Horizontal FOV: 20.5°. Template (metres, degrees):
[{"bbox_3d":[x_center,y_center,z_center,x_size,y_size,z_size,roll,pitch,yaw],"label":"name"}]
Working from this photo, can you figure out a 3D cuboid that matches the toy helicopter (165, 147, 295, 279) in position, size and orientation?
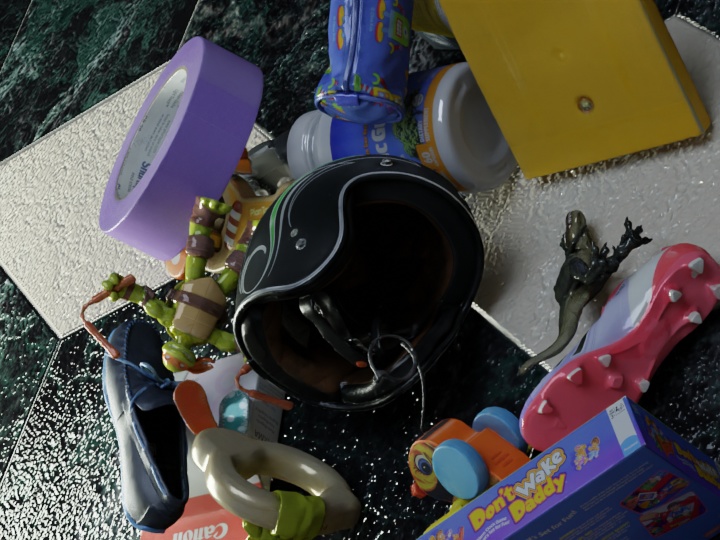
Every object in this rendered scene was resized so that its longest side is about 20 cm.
[{"bbox_3d":[-0.101,-0.060,1.822,0.200,0.079,0.133,-6,81,54],"label":"toy helicopter"}]

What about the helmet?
[{"bbox_3d":[0.000,0.000,1.648,0.200,0.200,0.191,-10,39,41],"label":"helmet"}]

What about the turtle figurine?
[{"bbox_3d":[-0.128,0.028,1.728,0.064,0.199,0.162,127,167,-81],"label":"turtle figurine"}]

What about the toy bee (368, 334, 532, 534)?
[{"bbox_3d":[0.085,0.149,1.527,0.200,0.130,0.109,60,149,31],"label":"toy bee"}]

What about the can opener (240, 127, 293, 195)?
[{"bbox_3d":[-0.057,-0.121,1.893,0.200,0.053,0.067,-27,46,29],"label":"can opener"}]

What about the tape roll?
[{"bbox_3d":[-0.166,-0.112,1.831,0.200,0.065,0.200,-52,21,29],"label":"tape roll"}]

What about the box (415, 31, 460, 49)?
[{"bbox_3d":[0.147,-0.297,1.817,0.160,0.043,0.201,8,70,47],"label":"box"}]

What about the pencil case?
[{"bbox_3d":[0.006,-0.224,1.664,0.078,0.087,0.201,1,82,25],"label":"pencil case"}]

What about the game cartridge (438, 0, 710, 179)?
[{"bbox_3d":[0.167,-0.181,1.607,0.176,0.201,0.032,-13,22,39],"label":"game cartridge"}]

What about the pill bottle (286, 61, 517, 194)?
[{"bbox_3d":[0.033,-0.113,1.750,0.199,0.112,0.112,-8,58,42],"label":"pill bottle"}]

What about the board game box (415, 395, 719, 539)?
[{"bbox_3d":[0.151,0.184,1.407,0.200,0.134,0.045,-37,43,20],"label":"board game box"}]

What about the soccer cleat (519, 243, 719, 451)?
[{"bbox_3d":[0.192,0.058,1.501,0.200,0.067,0.076,-46,18,-5],"label":"soccer cleat"}]

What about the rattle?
[{"bbox_3d":[-0.099,0.200,1.680,0.200,0.130,0.143,28,127,36],"label":"rattle"}]

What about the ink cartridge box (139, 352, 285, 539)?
[{"bbox_3d":[-0.147,0.180,1.779,0.162,0.057,0.201,-17,48,37],"label":"ink cartridge box"}]

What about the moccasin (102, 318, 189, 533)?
[{"bbox_3d":[-0.174,0.130,1.756,0.068,0.080,0.201,-38,57,42],"label":"moccasin"}]

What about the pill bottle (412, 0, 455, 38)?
[{"bbox_3d":[0.073,-0.261,1.746,0.200,0.111,0.112,18,77,50],"label":"pill bottle"}]

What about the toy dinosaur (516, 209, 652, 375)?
[{"bbox_3d":[0.174,0.004,1.536,0.088,0.047,0.200,-46,10,35],"label":"toy dinosaur"}]
